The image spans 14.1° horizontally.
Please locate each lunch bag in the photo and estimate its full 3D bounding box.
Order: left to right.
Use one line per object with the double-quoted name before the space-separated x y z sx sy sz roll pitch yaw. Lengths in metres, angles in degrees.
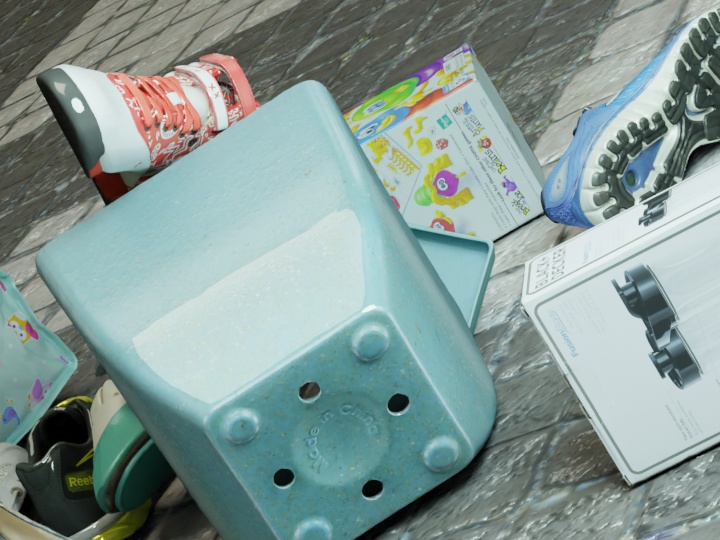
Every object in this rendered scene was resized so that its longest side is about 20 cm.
"lunch bag" -0.328 0.108 2.089 0.170 0.122 0.200 -13 33 43

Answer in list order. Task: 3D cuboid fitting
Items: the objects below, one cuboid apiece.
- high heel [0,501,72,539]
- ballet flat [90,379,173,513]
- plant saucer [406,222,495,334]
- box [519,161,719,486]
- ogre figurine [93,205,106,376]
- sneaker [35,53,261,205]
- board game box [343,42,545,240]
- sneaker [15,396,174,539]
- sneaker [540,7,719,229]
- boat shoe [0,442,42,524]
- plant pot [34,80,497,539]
"high heel" -0.190 0.158 1.649 0.200 0.143 0.071 -13 25 49
"ballet flat" -0.125 0.089 1.799 0.200 0.070 0.067 -35 -29 -55
"plant saucer" 0.000 0.000 1.817 0.200 0.019 0.070 12 85 40
"box" 0.191 0.007 1.437 0.200 0.117 0.060 -29 17 14
"ogre figurine" -0.083 0.019 1.751 0.200 0.098 0.120 -12 -45 -50
"sneaker" -0.116 -0.095 1.663 0.108 0.067 0.201 -28 -12 -2
"board game box" 0.013 -0.048 1.937 0.200 0.105 0.103 -29 16 8
"sneaker" -0.162 0.108 1.844 0.074 0.085 0.200 -27 18 15
"sneaker" 0.178 -0.096 1.823 0.200 0.079 0.089 -43 22 -32
"boat shoe" -0.223 0.159 1.854 0.069 0.071 0.200 15 10 5
"plant pot" -0.037 0.051 1.616 0.196 0.197 0.200 -32 28 0
